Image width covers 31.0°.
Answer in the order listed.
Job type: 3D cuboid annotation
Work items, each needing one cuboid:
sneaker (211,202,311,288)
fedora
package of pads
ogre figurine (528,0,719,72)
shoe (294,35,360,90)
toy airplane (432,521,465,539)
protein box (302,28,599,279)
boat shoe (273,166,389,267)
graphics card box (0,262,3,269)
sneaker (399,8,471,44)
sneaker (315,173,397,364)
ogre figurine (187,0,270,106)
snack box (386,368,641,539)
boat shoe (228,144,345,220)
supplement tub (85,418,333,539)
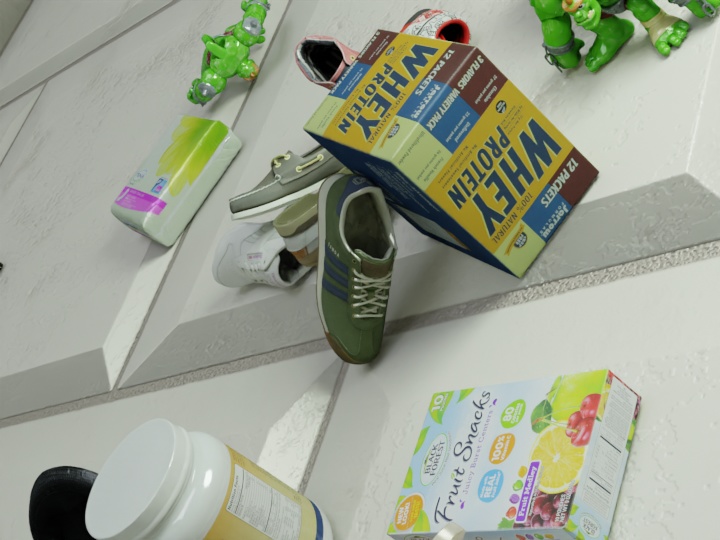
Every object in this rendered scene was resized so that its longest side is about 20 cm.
[{"bbox_3d":[-0.117,-0.017,1.592,0.200,0.075,0.100,-27,36,37],"label":"sneaker"},{"bbox_3d":[-0.266,0.279,1.423,0.201,0.201,0.092,-25,6,39],"label":"fedora"},{"bbox_3d":[-0.281,-0.141,1.971,0.200,0.068,0.154,-55,31,-9],"label":"package of pads"},{"bbox_3d":[0.250,-0.272,1.322,0.200,0.120,0.098,10,65,58],"label":"ogre figurine"},{"bbox_3d":[0.006,-0.216,1.555,0.200,0.091,0.072,40,106,33],"label":"shoe"},{"bbox_3d":[0.017,0.305,0.978,0.199,0.141,0.200,-58,-6,-37],"label":"toy airplane"},{"bbox_3d":[0.087,-0.120,1.297,0.135,0.199,0.200,-53,30,-5],"label":"protein box"},{"bbox_3d":[-0.004,-0.080,1.512,0.200,0.068,0.075,-33,23,-9],"label":"boat shoe"},{"bbox_3d":[-0.753,0.065,2.418,0.125,0.051,0.200,-11,47,50],"label":"graphics card box"},{"bbox_3d":[0.055,-0.242,1.613,0.201,0.067,0.108,-51,27,-5],"label":"sneaker"},{"bbox_3d":[0.000,0.000,1.320,0.090,0.067,0.200,-177,81,-65],"label":"sneaker"},{"bbox_3d":[-0.209,-0.341,2.055,0.200,0.098,0.120,-35,20,6],"label":"ogre figurine"},{"bbox_3d":[0.124,0.163,1.075,0.200,0.053,0.142,-14,45,48],"label":"snack box"},{"bbox_3d":[-0.073,-0.119,1.573,0.202,0.060,0.072,-25,8,-14],"label":"boat shoe"},{"bbox_3d":[-0.140,0.239,1.208,0.144,0.200,0.144,-35,33,27],"label":"supplement tub"}]
